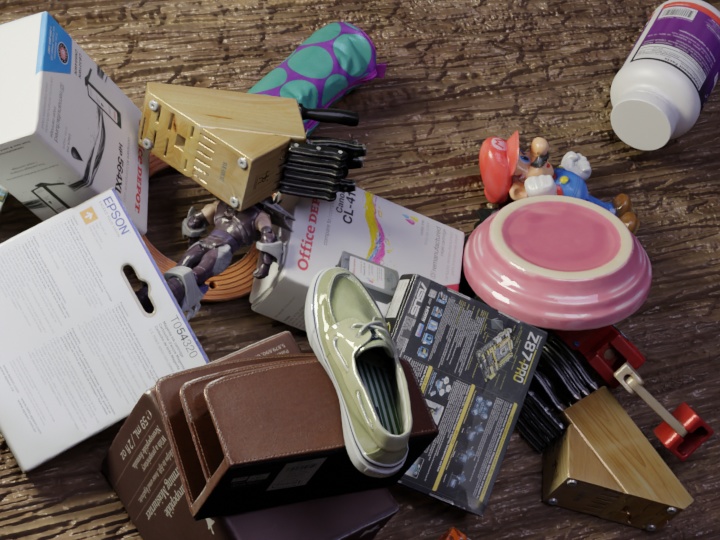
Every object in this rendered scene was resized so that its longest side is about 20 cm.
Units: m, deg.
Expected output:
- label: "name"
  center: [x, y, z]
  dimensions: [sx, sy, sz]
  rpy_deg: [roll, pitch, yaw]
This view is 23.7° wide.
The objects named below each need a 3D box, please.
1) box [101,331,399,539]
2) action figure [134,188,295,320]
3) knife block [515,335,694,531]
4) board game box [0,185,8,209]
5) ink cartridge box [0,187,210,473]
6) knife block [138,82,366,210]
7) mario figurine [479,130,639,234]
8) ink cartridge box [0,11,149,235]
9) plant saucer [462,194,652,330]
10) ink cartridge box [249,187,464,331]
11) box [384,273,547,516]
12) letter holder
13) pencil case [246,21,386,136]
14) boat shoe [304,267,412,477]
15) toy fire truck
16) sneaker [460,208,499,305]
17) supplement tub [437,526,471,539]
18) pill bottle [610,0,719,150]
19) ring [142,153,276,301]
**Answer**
- label: "box"
  center: [-0.104, 0.197, 1.569]
  dimensions: [0.164, 0.166, 0.200]
  rpy_deg: [-21, 70, -35]
- label: "action figure"
  center: [-0.146, -0.017, 1.700]
  dimensions: [0.200, 0.130, 0.070]
  rpy_deg: [-46, 126, -32]
- label: "knife block"
  center: [0.250, 0.167, 1.815]
  dimensions: [0.199, 0.064, 0.176]
  rpy_deg: [17, 55, -14]
- label: "board game box"
  center: [-0.420, -0.081, 1.666]
  dimensions: [0.147, 0.064, 0.201]
  rpy_deg: [24, 54, -10]
- label: "ink cartridge box"
  center: [-0.272, 0.055, 1.596]
  dimensions: [0.200, 0.043, 0.197]
  rpy_deg: [-28, 89, -16]
- label: "knife block"
  center: [-0.097, -0.137, 1.719]
  dimensions: [0.200, 0.064, 0.175]
  rpy_deg: [33, 39, 21]
- label: "mario figurine"
  center: [0.228, -0.104, 1.944]
  dimensions: [0.199, 0.123, 0.106]
  rpy_deg: [24, 78, -15]
- label: "ink cartridge box"
  center: [-0.289, -0.131, 1.672]
  dimensions: [0.200, 0.084, 0.147]
  rpy_deg: [47, 35, -52]
- label: "plant saucer"
  center: [0.208, -0.017, 1.803]
  dimensions: [0.200, 0.051, 0.201]
  rpy_deg: [2, 38, -1]
- label: "ink cartridge box"
  center: [0.000, 0.000, 1.783]
  dimensions: [0.199, 0.086, 0.148]
  rpy_deg: [23, 54, -20]
- label: "box"
  center: [0.081, 0.124, 1.714]
  dimensions: [0.161, 0.049, 0.201]
  rpy_deg: [23, 81, -15]
- label: "letter holder"
  center: [-0.059, 0.115, 1.474]
  dimensions: [0.199, 0.101, 0.143]
  rpy_deg: [-6, 60, -29]
- label: "pencil case"
  center: [-0.060, -0.193, 1.888]
  dimensions: [0.092, 0.085, 0.200]
  rpy_deg: [29, 51, 15]
- label: "boat shoe"
  center: [0.007, 0.074, 1.430]
  dimensions: [0.072, 0.062, 0.201]
  rpy_deg: [-1, 55, -27]
- label: "toy fire truck"
  center: [0.279, 0.105, 1.820]
  dimensions: [0.200, 0.049, 0.141]
  rpy_deg: [41, 9, -34]
- label: "sneaker"
  center: [0.129, 0.011, 1.866]
  dimensions: [0.087, 0.076, 0.200]
  rpy_deg: [24, 47, 7]
- label: "supplement tub"
  center: [0.132, 0.342, 1.614]
  dimensions: [0.200, 0.123, 0.123]
  rpy_deg: [41, 52, 3]
- label: "pill bottle"
  center: [0.377, -0.237, 2.100]
  dimensions: [0.112, 0.113, 0.200]
  rpy_deg: [35, 53, -1]
- label: "ring"
  center: [-0.172, -0.053, 1.790]
  dimensions: [0.200, 0.019, 0.201]
  rpy_deg: [11, 55, -17]
